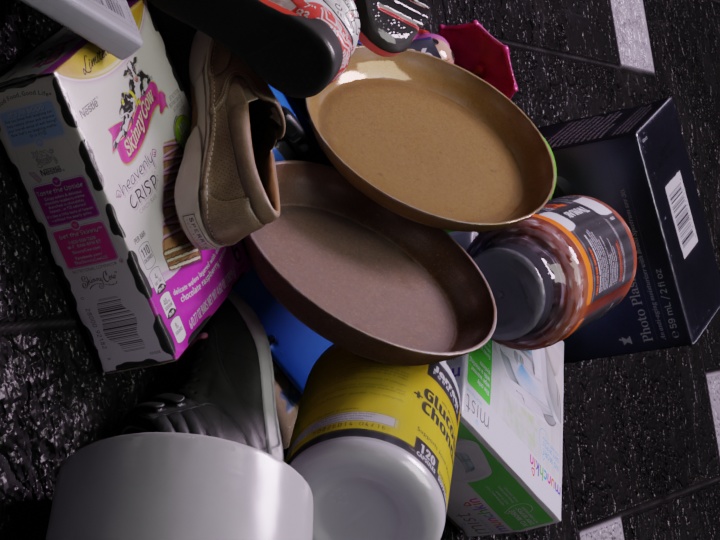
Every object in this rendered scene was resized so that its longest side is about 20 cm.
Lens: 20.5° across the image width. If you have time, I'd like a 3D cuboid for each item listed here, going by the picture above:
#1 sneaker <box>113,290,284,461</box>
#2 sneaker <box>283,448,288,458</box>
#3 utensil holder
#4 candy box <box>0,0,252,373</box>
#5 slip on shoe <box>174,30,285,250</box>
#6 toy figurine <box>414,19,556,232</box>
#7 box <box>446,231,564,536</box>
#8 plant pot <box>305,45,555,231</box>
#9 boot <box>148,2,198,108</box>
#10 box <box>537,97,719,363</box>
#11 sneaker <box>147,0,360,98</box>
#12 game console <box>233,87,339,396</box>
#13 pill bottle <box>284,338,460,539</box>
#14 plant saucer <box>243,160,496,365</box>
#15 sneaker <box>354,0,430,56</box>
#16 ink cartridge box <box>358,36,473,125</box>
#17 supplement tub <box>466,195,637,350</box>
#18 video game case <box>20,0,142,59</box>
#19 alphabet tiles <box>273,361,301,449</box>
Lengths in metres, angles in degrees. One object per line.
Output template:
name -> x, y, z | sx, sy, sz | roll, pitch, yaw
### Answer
sneaker -> -0.112, 0.081, 1.295 | 0.099, 0.071, 0.201 | 14, 45, -32
sneaker -> -0.067, 0.200, 1.335 | 0.200, 0.072, 0.085 | -47, 123, -57
utensil holder -> -0.111, 0.217, 1.147 | 0.170, 0.169, 0.202 | 45, 39, -48
candy box -> -0.151, -0.056, 1.280 | 0.201, 0.061, 0.137 | 68, 28, -20
slip on shoe -> -0.077, -0.100, 1.312 | 0.201, 0.060, 0.076 | -83, 152, -45
toy figurine -> 0.069, -0.147, 1.714 | 0.199, 0.150, 0.185 | 31, 35, -25
box -> 0.088, 0.097, 1.654 | 0.200, 0.096, 0.178 | 49, 37, -46
plant pot -> 0.048, -0.093, 1.472 | 0.028, 0.199, 0.200 | -65, 176, 37
boot -> -0.116, -0.224, 1.399 | 0.200, 0.072, 0.183 | 53, 50, -31
box -> 0.201, -0.028, 1.804 | 0.123, 0.197, 0.202 | -39, 115, -58
sneaker -> -0.086, -0.198, 1.318 | 0.201, 0.067, 0.108 | 40, 24, -2
game console -> -0.059, -0.034, 1.489 | 0.200, 0.118, 0.171 | 53, 4, -37
pill bottle -> 0.011, 0.111, 1.355 | 0.200, 0.111, 0.113 | -76, 146, -60
plant saucer -> 0.000, 0.000, 1.366 | 0.199, 0.035, 0.201 | 23, 30, -14
sneaker -> -0.007, -0.206, 1.531 | 0.073, 0.087, 0.201 | 26, 26, -29
ink cartridge box -> 0.030, -0.121, 1.550 | 0.099, 0.039, 0.201 | -10, 58, -26
supplement tub -> 0.144, 0.003, 1.578 | 0.200, 0.106, 0.108 | -21, 99, -65
video game case -> -0.219, -0.231, 1.183 | 0.200, 0.022, 0.183 | 27, 35, -57
alphabet tiles -> -0.049, 0.086, 1.487 | 0.168, 0.006, 0.200 | 69, 28, -21
